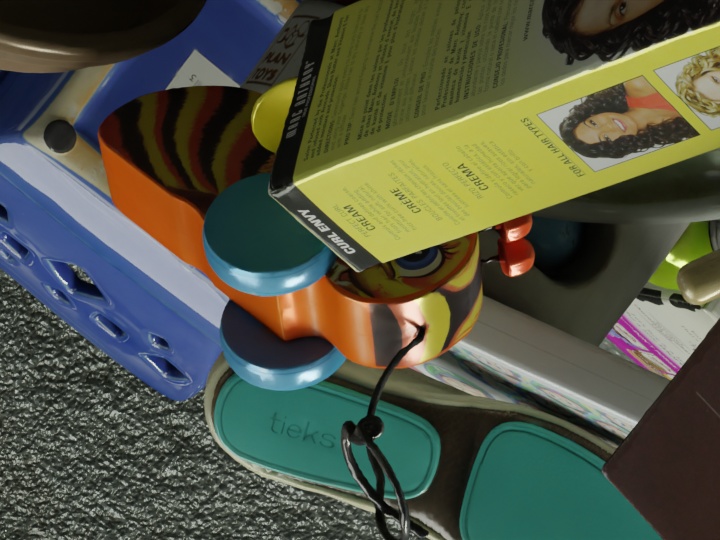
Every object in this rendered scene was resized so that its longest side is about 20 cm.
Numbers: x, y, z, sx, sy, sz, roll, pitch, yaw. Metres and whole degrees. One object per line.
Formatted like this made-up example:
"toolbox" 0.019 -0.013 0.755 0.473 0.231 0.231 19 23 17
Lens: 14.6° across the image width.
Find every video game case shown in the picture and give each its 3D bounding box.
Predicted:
"video game case" 0.071 0.050 1.082 0.199 0.024 0.182 25 170 26

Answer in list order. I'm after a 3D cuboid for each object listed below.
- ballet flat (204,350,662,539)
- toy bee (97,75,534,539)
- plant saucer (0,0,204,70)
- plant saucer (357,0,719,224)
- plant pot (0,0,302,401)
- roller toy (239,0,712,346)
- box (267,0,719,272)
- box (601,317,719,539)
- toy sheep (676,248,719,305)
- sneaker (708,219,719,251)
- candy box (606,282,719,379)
"ballet flat" 0.039 0.071 1.049 0.199 0.070 0.069 25 171 4
"toy bee" 0.000 0.000 0.970 0.201 0.108 0.131 57 160 17
"plant saucer" -0.148 -0.140 1.029 0.199 0.030 0.201 23 -144 -17
"plant saucer" 0.084 -0.075 0.972 0.199 0.051 0.200 6 160 2
"plant pot" -0.093 -0.069 1.445 0.200 0.200 0.180 39 166 -11
"roller toy" 0.041 -0.049 1.149 0.200 0.140 0.183 34 171 23
"box" 0.065 -0.065 0.843 0.199 0.076 0.050 -20 133 37
"box" 0.166 0.024 0.819 0.100 0.075 0.200 48 132 16
"toy sheep" 0.192 0.028 0.965 0.138 0.138 0.200 31 165 37
"sneaker" 0.220 0.033 1.083 0.200 0.078 0.090 40 169 -22
"candy box" 0.179 0.028 1.285 0.136 0.061 0.200 40 173 -17
